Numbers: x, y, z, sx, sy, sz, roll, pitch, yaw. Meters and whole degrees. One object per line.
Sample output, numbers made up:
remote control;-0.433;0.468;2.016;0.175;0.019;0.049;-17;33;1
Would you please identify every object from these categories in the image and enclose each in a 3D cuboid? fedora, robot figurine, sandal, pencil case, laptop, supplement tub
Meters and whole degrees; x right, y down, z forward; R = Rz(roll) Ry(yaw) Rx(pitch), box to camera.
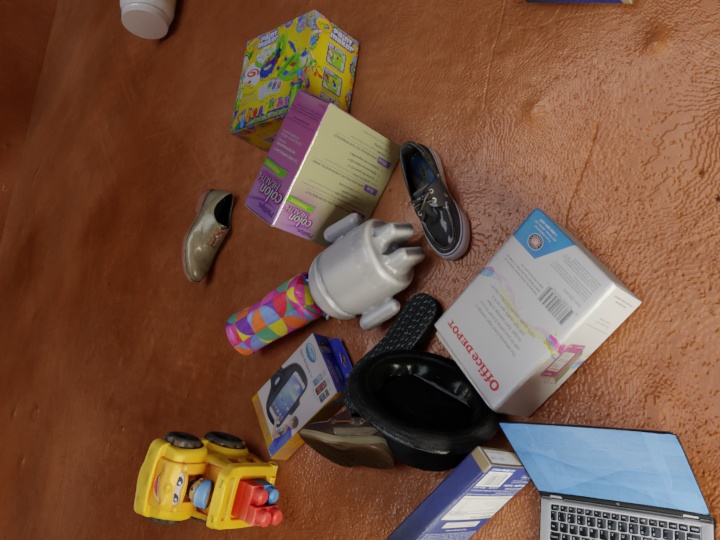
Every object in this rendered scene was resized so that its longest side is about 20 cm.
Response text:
fedora;0.077;0.188;0.847;0.200;0.198;0.093;35;130;45
robot figurine;0.000;0.000;0.994;0.199;0.112;0.172;-33;71;32
sandal;0.053;0.127;0.954;0.201;0.048;0.075;-51;46;2
pencil case;-0.142;0.076;1.134;0.198;0.088;0.090;-28;58;32
laptop;0.240;0.264;0.665;0.185;0.115;0.204;-7;71;43
supplement tub;-0.569;-0.749;1.794;0.144;0.144;0.204;-13;67;41

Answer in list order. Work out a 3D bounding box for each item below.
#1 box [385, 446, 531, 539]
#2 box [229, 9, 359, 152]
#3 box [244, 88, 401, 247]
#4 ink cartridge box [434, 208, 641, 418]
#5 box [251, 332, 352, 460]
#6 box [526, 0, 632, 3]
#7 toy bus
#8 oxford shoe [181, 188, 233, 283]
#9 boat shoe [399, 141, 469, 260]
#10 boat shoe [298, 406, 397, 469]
box;0.112;0.285;0.779;0.201;0.120;0.033;-52;48;17
box;-0.123;-0.338;1.229;0.198;0.121;0.196;-3;74;44
box;-0.056;-0.151;1.058;0.096;0.175;0.202;34;100;44
ink cartridge box;0.204;0.054;0.797;0.201;0.084;0.145;-50;47;18
box;-0.092;0.197;1.069;0.200;0.041;0.120;-49;48;24
box;0.297;-0.428;0.901;0.199;0.032;0.123;25;93;45
toy bus;-0.220;0.345;1.038;0.190;0.199;0.138;12;85;38
oxford shoe;-0.311;-0.073;1.359;0.074;0.070;0.204;3;79;39
boat shoe;0.101;-0.109;0.968;0.069;0.066;0.203;-31;56;33
boat shoe;-0.011;0.237;0.967;0.199;0.072;0.072;-13;36;50
